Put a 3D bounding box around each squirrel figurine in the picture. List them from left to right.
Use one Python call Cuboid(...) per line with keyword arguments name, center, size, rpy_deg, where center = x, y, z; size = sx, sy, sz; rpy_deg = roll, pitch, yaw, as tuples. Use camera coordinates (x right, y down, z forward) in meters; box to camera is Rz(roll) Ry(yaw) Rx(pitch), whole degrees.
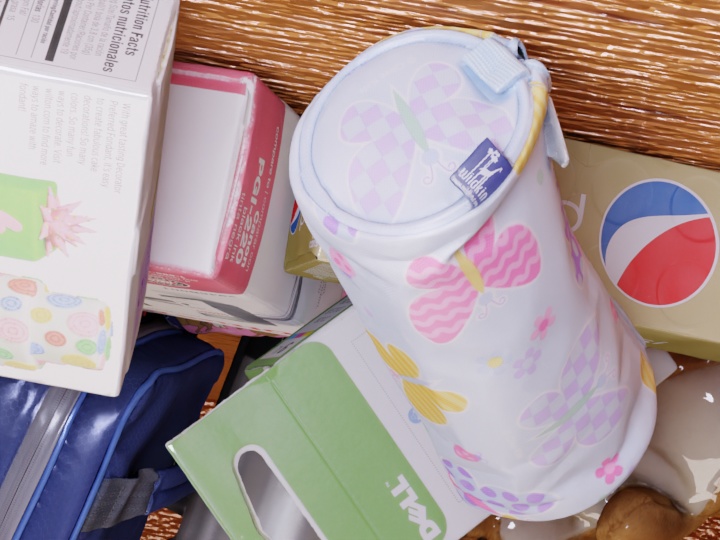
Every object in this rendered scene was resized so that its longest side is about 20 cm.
Cuboid(name="squirrel figurine", center=(0.133, 0.091, 1.203), size=(0.186, 0.142, 0.200), rpy_deg=(-37, -176, 20))

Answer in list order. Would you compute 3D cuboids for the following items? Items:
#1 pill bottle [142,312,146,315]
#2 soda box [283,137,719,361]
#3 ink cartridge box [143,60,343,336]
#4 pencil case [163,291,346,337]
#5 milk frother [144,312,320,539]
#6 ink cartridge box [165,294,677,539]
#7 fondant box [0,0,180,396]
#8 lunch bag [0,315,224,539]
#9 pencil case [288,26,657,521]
Cuboid(name="pill bottle", center=(-0.193, 0.003, 1.288), size=(0.110, 0.112, 0.200), rpy_deg=(8, 173, 21))
Cuboid(name="soda box", center=(0.075, -0.015, 0.924), size=(0.198, 0.068, 0.064), rpy_deg=(12, 173, -13))
Cuboid(name="ink cartridge box", center=(-0.092, -0.031, 0.980), size=(0.144, 0.086, 0.200), rpy_deg=(9, 175, 14))
Cuboid(name="pencil case", center=(0.000, 0.000, 1.113), size=(0.198, 0.087, 0.083), rpy_deg=(7, 130, 27))
Cuboid(name="milk frother", center=(-0.019, 0.077, 1.286), size=(0.180, 0.189, 0.200), rpy_deg=(21, 179, 34))
Cuboid(name="ink cartridge box", center=(0.022, 0.056, 0.979), size=(0.104, 0.199, 0.059), rpy_deg=(55, 164, -4))
Cuboid(name="fondant box", center=(-0.169, -0.041, 0.810), size=(0.198, 0.059, 0.145), rpy_deg=(11, 134, -1))
Cuboid(name="lunch bag", center=(-0.144, 0.080, 1.135), size=(0.132, 0.137, 0.200), rpy_deg=(29, -171, 8))
Cuboid(name="pencil case", center=(0.044, 0.005, 0.809), size=(0.083, 0.091, 0.200), rpy_deg=(31, 160, 35))
